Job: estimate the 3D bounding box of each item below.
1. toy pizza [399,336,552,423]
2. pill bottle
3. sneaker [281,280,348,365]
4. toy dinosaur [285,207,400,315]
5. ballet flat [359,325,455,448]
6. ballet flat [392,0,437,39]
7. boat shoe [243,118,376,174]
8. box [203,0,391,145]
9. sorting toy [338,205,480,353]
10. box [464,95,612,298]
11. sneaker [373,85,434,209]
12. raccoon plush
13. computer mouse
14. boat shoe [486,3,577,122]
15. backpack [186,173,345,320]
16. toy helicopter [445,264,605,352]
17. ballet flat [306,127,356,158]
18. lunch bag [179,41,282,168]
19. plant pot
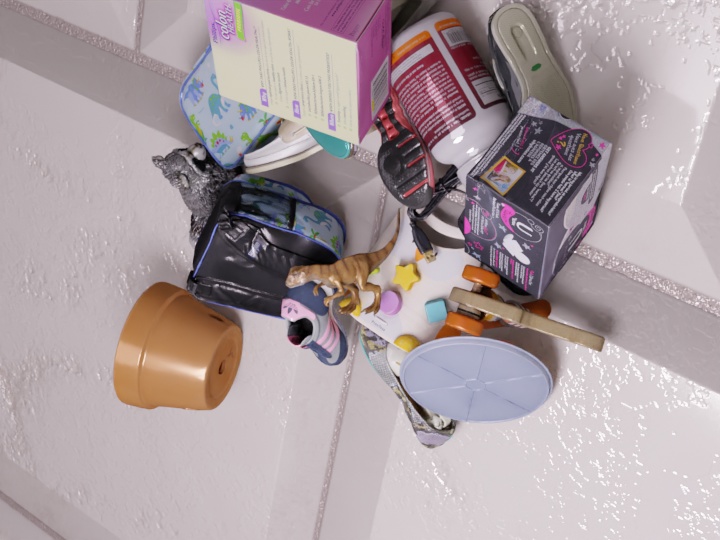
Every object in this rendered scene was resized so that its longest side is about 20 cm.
[{"bbox_3d":[0.150,0.136,1.518,0.199,0.032,0.201,6,143,5],"label":"toy pizza"},{"bbox_3d":[0.116,-0.206,1.441,0.113,0.113,0.201,-35,82,39],"label":"pill bottle"},{"bbox_3d":[-0.070,0.083,1.590,0.070,0.082,0.200,20,149,26],"label":"sneaker"},{"bbox_3d":[0.000,0.000,1.513,0.060,0.199,0.107,12,118,52],"label":"toy dinosaur"},{"bbox_3d":[0.074,0.150,1.617,0.072,0.072,0.201,-30,92,39],"label":"ballet flat"},{"bbox_3d":[0.057,-0.347,1.471,0.069,0.069,0.200,47,127,16],"label":"ballet flat"},{"bbox_3d":[-0.076,-0.191,1.599,0.199,0.075,0.069,-19,101,16],"label":"boat shoe"},{"bbox_3d":[-0.070,-0.268,1.384,0.199,0.097,0.176,21,149,15],"label":"box"},{"bbox_3d":[0.076,0.005,1.568,0.200,0.107,0.181,32,103,25],"label":"sorting toy"},{"bbox_3d":[0.202,-0.080,1.341,0.114,0.132,0.200,34,163,17],"label":"box"},{"bbox_3d":[0.061,-0.178,1.507,0.074,0.087,0.201,-25,81,35],"label":"sneaker"},{"bbox_3d":[-0.251,-0.102,1.742,0.096,0.134,0.201,21,116,30],"label":"raccoon plush"},{"bbox_3d":[0.144,-0.038,1.488,0.140,0.046,0.201,-35,82,16],"label":"computer mouse"},{"bbox_3d":[0.206,-0.223,1.411,0.201,0.072,0.068,67,168,-9],"label":"boat shoe"},{"bbox_3d":[-0.123,-0.033,1.645,0.199,0.147,0.183,19,131,-14],"label":"backpack"},{"bbox_3d":[0.206,0.062,1.452,0.199,0.132,0.079,19,87,12],"label":"toy helicopter"},{"bbox_3d":[-0.059,-0.226,1.514,0.200,0.072,0.072,44,126,18],"label":"ballet flat"},{"bbox_3d":[-0.163,-0.258,1.659,0.161,0.082,0.200,53,128,10],"label":"lunch bag"},{"bbox_3d":[-0.274,0.131,1.811,0.139,0.200,0.201,16,115,15],"label":"plant pot"}]
